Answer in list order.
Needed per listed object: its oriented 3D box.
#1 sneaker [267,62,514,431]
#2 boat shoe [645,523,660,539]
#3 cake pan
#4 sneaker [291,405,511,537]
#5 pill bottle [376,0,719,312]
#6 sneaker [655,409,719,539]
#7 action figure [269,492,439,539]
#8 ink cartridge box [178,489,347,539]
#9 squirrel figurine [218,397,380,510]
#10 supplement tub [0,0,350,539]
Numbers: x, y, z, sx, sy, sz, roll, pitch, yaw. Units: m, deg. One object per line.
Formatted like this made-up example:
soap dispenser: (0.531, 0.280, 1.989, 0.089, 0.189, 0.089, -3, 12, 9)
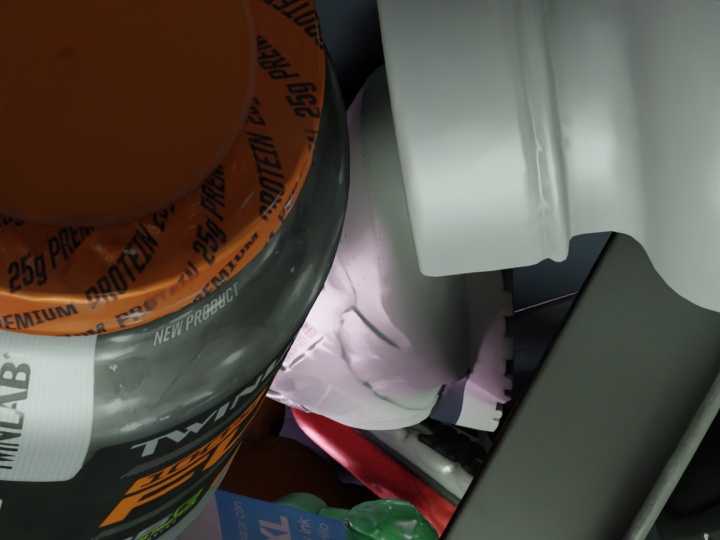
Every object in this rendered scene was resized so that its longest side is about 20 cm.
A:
sneaker: (0.000, 0.000, 0.727, 0.080, 0.076, 0.200, 4, 160, 0)
boat shoe: (0.145, 0.025, 0.734, 0.201, 0.070, 0.072, -41, 176, -2)
cake pan: (0.061, 0.024, 0.669, 0.037, 0.200, 0.200, 30, 160, 4)
sneaker: (0.042, 0.105, 0.867, 0.085, 0.077, 0.200, -41, 109, 12)
pill bottle: (0.105, -0.051, 0.537, 0.200, 0.111, 0.111, -7, 162, 3)
sneaker: (0.142, -0.004, 0.660, 0.200, 0.082, 0.073, -40, 158, 22)
action figure: (-0.046, 0.126, 0.854, 0.055, 0.118, 0.200, 15, 136, -37)
ink cartridge box: (-0.111, 0.123, 0.714, 0.200, 0.125, 0.129, 17, 124, -20)
squirrel figurine: (0.002, 0.103, 0.982, 0.200, 0.142, 0.187, -20, 151, -3)
supplement tub: (-0.071, -0.006, 0.596, 0.122, 0.123, 0.200, -2, 162, -12)
